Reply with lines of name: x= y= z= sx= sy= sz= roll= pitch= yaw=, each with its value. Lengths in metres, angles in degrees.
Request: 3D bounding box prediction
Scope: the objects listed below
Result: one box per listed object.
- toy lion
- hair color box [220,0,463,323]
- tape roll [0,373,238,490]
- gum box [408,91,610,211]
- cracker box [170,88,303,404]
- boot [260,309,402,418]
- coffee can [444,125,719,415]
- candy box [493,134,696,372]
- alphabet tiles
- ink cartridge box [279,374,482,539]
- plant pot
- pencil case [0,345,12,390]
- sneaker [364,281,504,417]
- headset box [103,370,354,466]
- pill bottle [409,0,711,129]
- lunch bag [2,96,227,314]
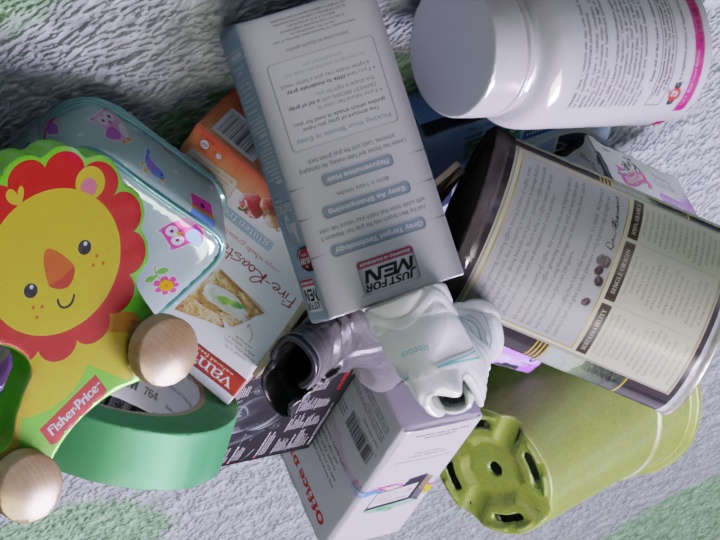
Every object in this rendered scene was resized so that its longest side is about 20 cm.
toy lion: x=-0.207 y=0.027 z=1.456 sx=0.200 sy=0.068 sz=0.192 roll=-46 pitch=124 yaw=-18
hair color box: x=-0.013 y=-0.076 z=1.533 sx=0.098 sy=0.201 sz=0.061 roll=-18 pitch=-179 yaw=-15
tape roll: x=-0.190 y=0.093 z=1.693 sx=0.200 sy=0.200 sz=0.048 roll=2 pitch=113 yaw=-44
gum box: x=0.108 y=-0.089 z=1.803 sx=0.169 sy=0.045 sz=0.200 roll=-19 pitch=153 yaw=-15
cracker box: x=-0.093 y=-0.013 z=1.649 sx=0.058 sy=0.134 sz=0.200 roll=-49 pitch=177 yaw=-47
boot: x=-0.019 y=0.059 z=1.654 sx=0.131 sy=0.070 sz=0.200 roll=-40 pitch=161 yaw=-21
coffee can: x=0.159 y=0.001 z=1.691 sx=0.199 sy=0.147 sz=0.147 roll=23 pitch=140 yaw=-6
candy box: x=0.157 y=-0.009 z=1.861 sx=0.200 sy=0.072 sz=0.167 roll=-37 pitch=153 yaw=22
alphabet tiles: x=0.000 y=0.000 z=1.682 sx=0.200 sy=0.006 sz=0.167 roll=-41 pitch=172 yaw=-41
ink cartridge box: x=0.007 y=0.124 z=1.988 sx=0.083 sy=0.145 sz=0.200 roll=-9 pitch=149 yaw=-30
plant pot: x=0.165 y=0.131 z=2.016 sx=0.190 sy=0.200 sz=0.200 roll=-34 pitch=167 yaw=-45
pencil case: x=-0.289 y=0.000 z=1.468 sx=0.084 sy=0.086 sz=0.201 roll=-31 pitch=126 yaw=-8
sneaker: x=0.056 y=0.061 z=1.560 sx=0.070 sy=0.081 sz=0.200 roll=-23 pitch=169 yaw=15
headset box: x=-0.116 y=0.097 z=1.907 sx=0.199 sy=0.078 sz=0.149 roll=-9 pitch=149 yaw=-30
pill bottle: x=0.140 y=-0.157 z=1.626 sx=0.199 sy=0.114 sz=0.113 roll=-5 pitch=147 yaw=-38
lunch bag: x=-0.194 y=-0.014 z=1.571 sx=0.160 sy=0.077 sz=0.200 roll=33 pitch=122 yaw=-32
